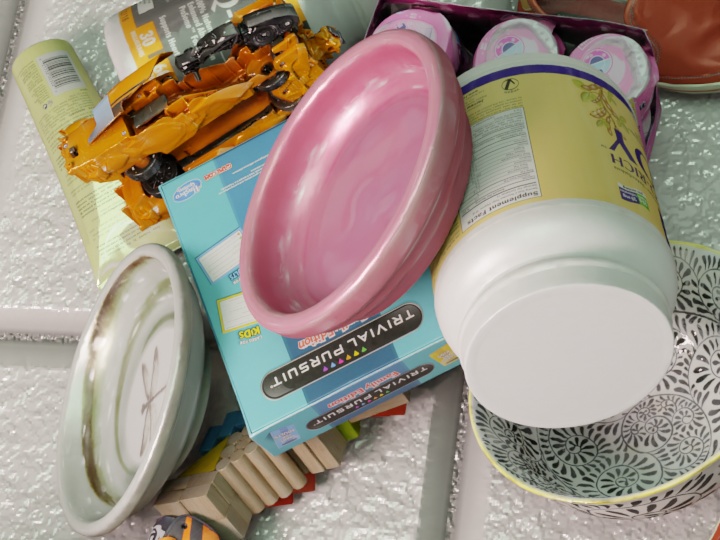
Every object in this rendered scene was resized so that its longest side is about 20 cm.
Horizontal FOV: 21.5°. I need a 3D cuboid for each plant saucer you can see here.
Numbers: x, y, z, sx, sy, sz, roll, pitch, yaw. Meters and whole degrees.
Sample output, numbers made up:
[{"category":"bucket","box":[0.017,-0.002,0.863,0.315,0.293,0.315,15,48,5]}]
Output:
[{"category":"plant saucer","box":[0.002,-0.048,1.150,0.200,0.051,0.201,-39,37,38]},{"category":"plant saucer","box":[-0.145,0.083,1.274,0.050,0.200,0.201,15,64,-26]}]

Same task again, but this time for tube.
[{"category":"tube","box":[-0.200,-0.081,1.407,0.058,0.052,0.200,-50,59,38]}]

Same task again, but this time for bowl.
[{"category":"bowl","box":[0.177,0.087,1.189,0.200,0.094,0.201,-16,44,16]}]

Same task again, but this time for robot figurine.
[{"category":"robot figurine","box":[-0.099,-0.112,1.285,0.200,0.145,0.058,-33,56,10]}]

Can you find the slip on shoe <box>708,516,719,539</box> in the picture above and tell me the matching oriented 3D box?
[{"category":"slip on shoe","box":[0.235,0.199,1.146,0.074,0.061,0.200,29,73,-7]}]

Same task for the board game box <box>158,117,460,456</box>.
[{"category":"board game box","box":[-0.030,-0.001,1.241,0.151,0.047,0.200,-27,62,8]}]

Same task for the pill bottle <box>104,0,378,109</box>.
[{"category":"pill bottle","box":[-0.075,-0.172,1.372,0.199,0.116,0.117,-25,63,3]}]

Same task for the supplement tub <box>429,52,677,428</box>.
[{"category":"supplement tub","box":[0.112,-0.020,1.149,0.145,0.146,0.200,-15,45,8]}]

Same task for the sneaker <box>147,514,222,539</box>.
[{"category":"sneaker","box":[-0.160,0.209,1.228,0.199,0.078,0.112,19,59,-18]}]

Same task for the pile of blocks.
[{"category":"pile of blocks","box":[-0.044,0.114,1.276,0.200,0.062,0.082,-35,30,1]}]

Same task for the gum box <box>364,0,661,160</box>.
[{"category":"gum box","box":[0.109,-0.123,1.301,0.199,0.114,0.066,10,70,19]}]

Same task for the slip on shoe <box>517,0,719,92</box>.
[{"category":"slip on shoe","box":[0.203,-0.173,1.320,0.199,0.061,0.074,13,68,18]}]
